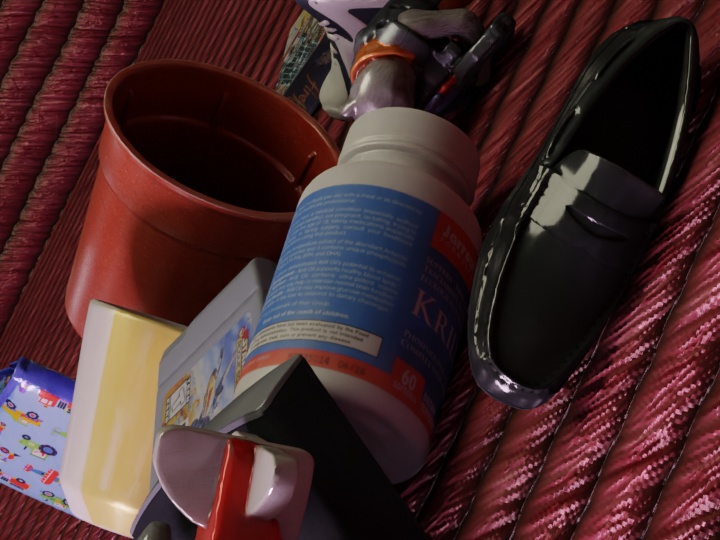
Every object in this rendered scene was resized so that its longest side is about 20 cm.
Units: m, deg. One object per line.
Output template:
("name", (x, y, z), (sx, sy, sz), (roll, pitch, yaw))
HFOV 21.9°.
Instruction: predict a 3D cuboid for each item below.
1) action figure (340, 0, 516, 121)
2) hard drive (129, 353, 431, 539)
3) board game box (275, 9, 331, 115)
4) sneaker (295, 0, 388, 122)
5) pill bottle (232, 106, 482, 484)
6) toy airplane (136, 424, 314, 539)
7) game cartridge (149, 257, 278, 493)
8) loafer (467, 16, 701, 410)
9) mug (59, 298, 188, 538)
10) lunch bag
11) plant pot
("action figure", (0.025, -0.145, 1.271), (0.200, 0.104, 0.194), (-49, 11, 36))
("hard drive", (-0.051, 0.140, 0.982), (0.042, 0.135, 0.200), (-29, -9, -38))
("board game box", (-0.013, -0.238, 1.676), (0.200, 0.034, 0.136), (-51, 19, 40))
("sneaker", (-0.015, -0.204, 1.441), (0.199, 0.129, 0.080), (-42, 25, 55))
("pill bottle", (0.007, 0.010, 1.043), (0.112, 0.112, 0.201), (-41, 27, 55))
("toy airplane", (-0.079, 0.170, 0.865), (0.201, 0.140, 0.200), (97, 158, -49))
("game cartridge", (-0.084, 0.093, 1.159), (0.133, 0.041, 0.201), (-48, 30, 38))
("loafer", (0.105, -0.032, 0.862), (0.201, 0.068, 0.070), (-65, 6, -19))
("mug", (-0.148, 0.114, 1.336), (0.187, 0.148, 0.154), (113, 176, -88))
("lunch bag", (-0.254, 0.139, 1.628), (0.200, 0.150, 0.095), (-34, 32, 61))
("plant pot", (-0.137, -0.030, 1.482), (0.201, 0.200, 0.196), (-86, 19, -56))
